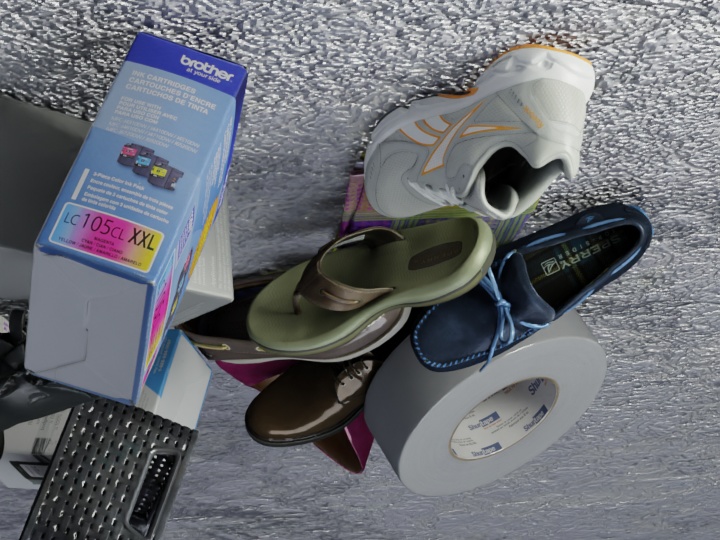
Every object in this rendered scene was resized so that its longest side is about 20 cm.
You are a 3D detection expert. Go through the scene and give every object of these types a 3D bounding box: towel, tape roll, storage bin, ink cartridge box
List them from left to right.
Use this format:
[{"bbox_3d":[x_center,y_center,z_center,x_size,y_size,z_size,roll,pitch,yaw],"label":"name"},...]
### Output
[{"bbox_3d":[-0.230,0.110,1.638,0.199,0.116,0.068,0,147,25],"label":"ink cartridge box"},{"bbox_3d":[-0.198,0.191,1.507,0.093,0.136,0.200,22,146,-7],"label":"storage bin"},{"bbox_3d":[-0.127,-0.042,1.221,0.076,0.201,0.137,18,144,0],"label":"ink cartridge box"},{"bbox_3d":[0.055,-0.045,1.487,0.143,0.023,0.200,-4,161,-7],"label":"towel"},{"bbox_3d":[0.103,0.099,1.714,0.200,0.066,0.201,-24,148,-16],"label":"tape roll"}]

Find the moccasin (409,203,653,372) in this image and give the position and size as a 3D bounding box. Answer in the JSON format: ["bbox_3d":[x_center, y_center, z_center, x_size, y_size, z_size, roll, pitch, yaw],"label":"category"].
[{"bbox_3d":[0.121,0.006,1.516,0.200,0.081,0.068,-36,-179,4],"label":"moccasin"}]

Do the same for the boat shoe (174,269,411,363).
[{"bbox_3d":[-0.055,0.033,1.602,0.199,0.072,0.059,-8,162,34],"label":"boat shoe"}]

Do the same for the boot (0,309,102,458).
[{"bbox_3d":[-0.240,0.085,1.407,0.162,0.074,0.198,-20,164,10],"label":"boot"}]

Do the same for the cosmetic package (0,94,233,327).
[{"bbox_3d":[-0.181,-0.034,1.336,0.199,0.107,0.090,15,153,-41],"label":"cosmetic package"}]

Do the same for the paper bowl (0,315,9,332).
[{"bbox_3d":[-0.359,0.059,1.550,0.200,0.105,0.201,-5,160,-2],"label":"paper bowl"}]

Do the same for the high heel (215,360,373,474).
[{"bbox_3d":[-0.053,0.116,1.795,0.067,0.097,0.200,-21,155,37],"label":"high heel"}]

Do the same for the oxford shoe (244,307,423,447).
[{"bbox_3d":[-0.012,0.078,1.717,0.199,0.073,0.084,-30,153,0],"label":"oxford shoe"}]

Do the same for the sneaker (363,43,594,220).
[{"bbox_3d":[0.066,-0.066,1.312,0.075,0.092,0.200,22,147,-29],"label":"sneaker"}]

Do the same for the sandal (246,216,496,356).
[{"bbox_3d":[0.001,-0.001,1.474,0.200,0.080,0.057,-22,138,25],"label":"sandal"}]
